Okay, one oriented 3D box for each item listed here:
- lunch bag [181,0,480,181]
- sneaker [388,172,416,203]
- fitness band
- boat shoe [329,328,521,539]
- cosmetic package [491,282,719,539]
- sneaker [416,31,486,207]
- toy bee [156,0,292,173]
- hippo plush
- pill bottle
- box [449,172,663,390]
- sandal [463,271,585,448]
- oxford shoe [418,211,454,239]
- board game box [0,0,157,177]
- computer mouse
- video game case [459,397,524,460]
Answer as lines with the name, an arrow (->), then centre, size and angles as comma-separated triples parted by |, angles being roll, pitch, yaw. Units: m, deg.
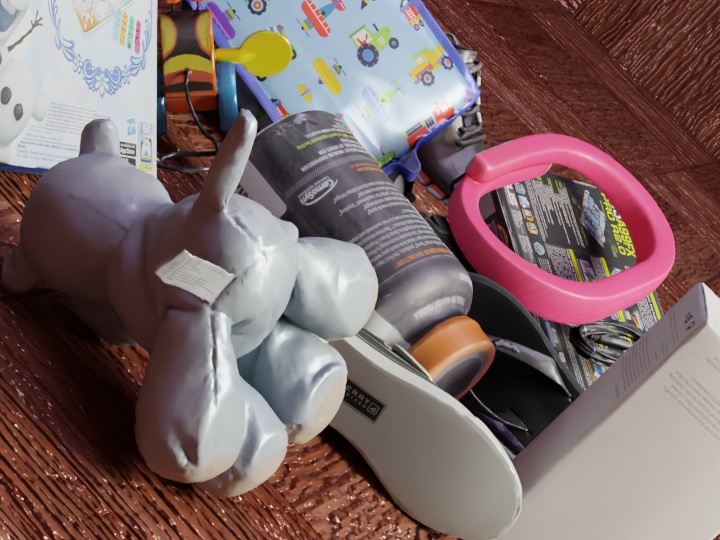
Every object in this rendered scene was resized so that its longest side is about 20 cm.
lunch bag -> -0.017, -0.150, 1.564 | 0.200, 0.150, 0.094 | 51, -19, 5
sneaker -> -0.021, -0.119, 1.669 | 0.199, 0.079, 0.130 | 48, 15, 16
fitness band -> 0.144, -0.030, 1.514 | 0.144, 0.037, 0.200 | 51, 37, 15
boat shoe -> 0.018, 0.079, 1.269 | 0.200, 0.071, 0.064 | 41, 17, -2
cosmetic package -> 0.175, 0.119, 1.311 | 0.108, 0.200, 0.085 | 44, 17, -8
sneaker -> 0.062, -0.130, 1.628 | 0.200, 0.082, 0.077 | 57, 25, 7
toy bee -> -0.107, -0.142, 1.425 | 0.131, 0.109, 0.200 | -9, 18, -24
hippo plush -> -0.108, 0.016, 1.073 | 0.161, 0.160, 0.200 | 18, -15, 31
pill bottle -> 0.000, 0.000, 1.362 | 0.200, 0.106, 0.106 | 51, 17, 24
box -> 0.157, 0.023, 1.576 | 0.160, 0.044, 0.200 | 12, 53, -43
sandal -> 0.104, 0.075, 1.415 | 0.200, 0.076, 0.043 | 42, 18, -4
oxford shoe -> 0.042, 0.007, 1.516 | 0.084, 0.073, 0.200 | 56, 21, 12
board game box -> -0.180, -0.154, 1.213 | 0.043, 0.199, 0.200 | 1, -2, 24
computer mouse -> 0.115, 0.031, 1.476 | 0.200, 0.034, 0.059 | 23, 39, -18
video game case -> 0.113, 0.109, 1.521 | 0.143, 0.019, 0.200 | 44, 15, 4
